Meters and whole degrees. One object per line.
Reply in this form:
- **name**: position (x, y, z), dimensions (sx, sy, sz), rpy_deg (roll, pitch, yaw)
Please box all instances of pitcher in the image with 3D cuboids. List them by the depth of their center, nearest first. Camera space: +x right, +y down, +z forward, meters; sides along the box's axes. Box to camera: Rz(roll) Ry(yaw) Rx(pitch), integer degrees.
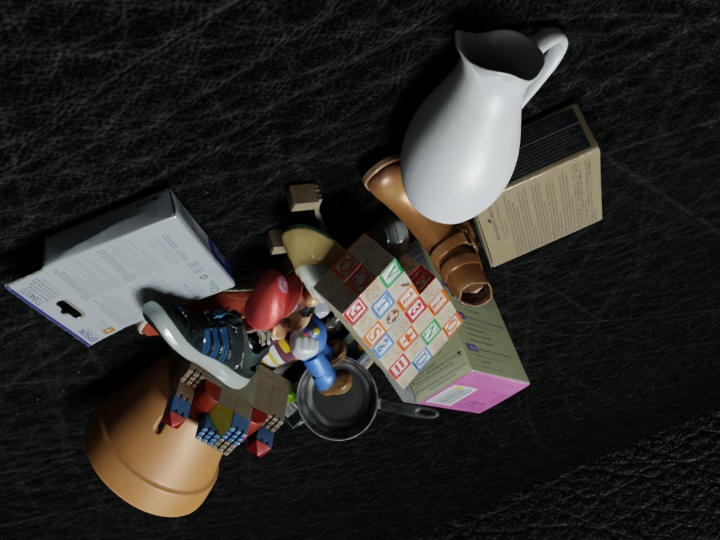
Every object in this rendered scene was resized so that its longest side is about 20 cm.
- **pitcher**: position (0.131, -0.155, 0.984), dimensions (0.170, 0.122, 0.202), rpy_deg (-22, 148, -36)

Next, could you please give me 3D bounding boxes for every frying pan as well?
- **frying pan**: position (0.004, 0.162, 1.279), dimensions (0.186, 0.117, 0.031), rpy_deg (-15, -176, 9)

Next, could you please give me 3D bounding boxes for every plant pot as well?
- **plant pot**: position (-0.262, 0.216, 1.314), dimensions (0.198, 0.201, 0.141), rpy_deg (14, 123, -50)

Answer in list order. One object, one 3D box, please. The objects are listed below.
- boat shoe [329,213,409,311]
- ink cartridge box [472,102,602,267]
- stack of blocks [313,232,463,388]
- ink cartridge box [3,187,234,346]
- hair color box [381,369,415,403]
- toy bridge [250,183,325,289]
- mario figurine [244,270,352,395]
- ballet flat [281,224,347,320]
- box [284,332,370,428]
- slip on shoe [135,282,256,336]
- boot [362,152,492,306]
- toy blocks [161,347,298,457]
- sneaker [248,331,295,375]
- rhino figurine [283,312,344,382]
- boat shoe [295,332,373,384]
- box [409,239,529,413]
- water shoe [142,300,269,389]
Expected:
- **boat shoe**: position (0.000, -0.001, 1.215), dimensions (0.070, 0.071, 0.201), rpy_deg (-10, 155, -29)
- **ink cartridge box**: position (0.213, -0.101, 1.179), dimensions (0.162, 0.076, 0.200), rpy_deg (-22, 155, 6)
- **stack of blocks**: position (0.038, 0.042, 1.121), dimensions (0.115, 0.058, 0.200), rpy_deg (-47, 142, -7)
- **ink cartridge box**: position (-0.261, 0.001, 1.054), dimensions (0.196, 0.041, 0.200), rpy_deg (-22, 155, 2)
- **hair color box**: position (0.080, 0.149, 1.462), dimensions (0.060, 0.101, 0.200), rpy_deg (-34, 173, -10)
- **toy bridge**: position (-0.079, -0.036, 1.136), dimensions (0.066, 0.028, 0.201), rpy_deg (-8, 152, -26)
- **mario figurine**: position (-0.060, 0.069, 1.176), dimensions (0.107, 0.122, 0.201), rpy_deg (-51, 136, -15)
- **ballet flat**: position (-0.028, 0.016, 1.122), dimensions (0.067, 0.064, 0.200), rpy_deg (-11, 149, 29)
- **box**: position (-0.025, 0.138, 1.383), dimensions (0.200, 0.040, 0.137), rpy_deg (-47, 171, 10)
- **slip on shoe**: position (-0.185, 0.059, 1.201), dimensions (0.196, 0.062, 0.074), rpy_deg (-6, 153, -26)
- **boot**: position (0.087, -0.044, 1.096), dimensions (0.073, 0.157, 0.199), rpy_deg (-33, 152, 24)
- **toy blocks**: position (-0.174, 0.175, 1.244), dimensions (0.198, 0.138, 0.100), rpy_deg (32, 125, -20)
- **sneaker**: position (-0.134, 0.102, 1.308), dimensions (0.088, 0.076, 0.201), rpy_deg (-5, 148, -31)
- **rhino figurine**: position (-0.064, 0.104, 1.376), dimensions (0.087, 0.060, 0.200), rpy_deg (-24, 162, -44)
- **boat shoe**: position (-0.053, 0.156, 1.494), dimensions (0.199, 0.072, 0.065), rpy_deg (-39, -173, 11)
- **box**: position (0.124, 0.081, 1.314), dimensions (0.096, 0.203, 0.175), rpy_deg (-32, 153, 26)
- **water shoe**: position (-0.183, 0.070, 1.132), dimensions (0.079, 0.071, 0.200), rpy_deg (-49, 143, -5)
